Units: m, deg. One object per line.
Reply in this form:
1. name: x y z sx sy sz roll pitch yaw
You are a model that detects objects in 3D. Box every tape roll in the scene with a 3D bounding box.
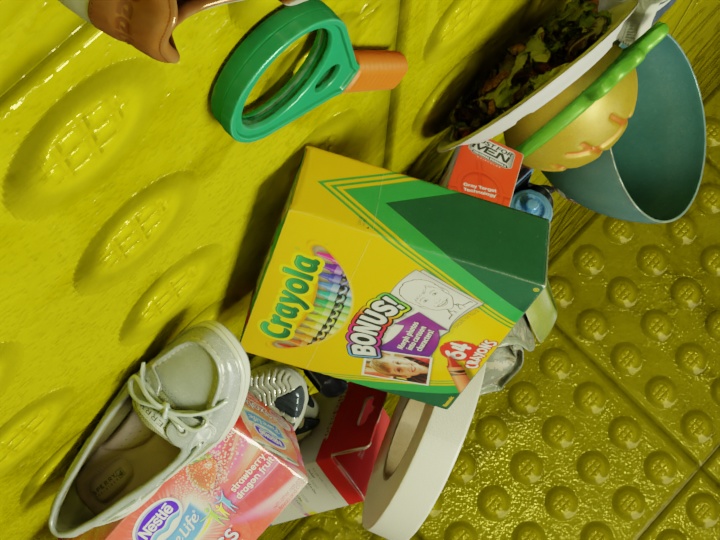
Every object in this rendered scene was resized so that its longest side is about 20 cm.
1. tape roll: 0.057 0.145 1.037 0.203 0.037 0.206 -156 -91 -86

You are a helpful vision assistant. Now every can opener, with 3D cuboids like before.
1. can opener: -0.045 0.056 1.028 0.063 0.079 0.200 -43 159 -5

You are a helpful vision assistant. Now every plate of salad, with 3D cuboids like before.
1. plate of salad: 0.136 -0.166 0.931 0.199 0.048 0.200 -36 -171 7

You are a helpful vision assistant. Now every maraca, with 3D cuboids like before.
1. maraca: 0.202 -0.159 1.036 0.137 0.107 0.200 -48 -174 -32

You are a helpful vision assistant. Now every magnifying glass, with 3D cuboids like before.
1. magnifying glass: -0.019 -0.109 0.625 0.080 0.022 0.199 -51 167 22

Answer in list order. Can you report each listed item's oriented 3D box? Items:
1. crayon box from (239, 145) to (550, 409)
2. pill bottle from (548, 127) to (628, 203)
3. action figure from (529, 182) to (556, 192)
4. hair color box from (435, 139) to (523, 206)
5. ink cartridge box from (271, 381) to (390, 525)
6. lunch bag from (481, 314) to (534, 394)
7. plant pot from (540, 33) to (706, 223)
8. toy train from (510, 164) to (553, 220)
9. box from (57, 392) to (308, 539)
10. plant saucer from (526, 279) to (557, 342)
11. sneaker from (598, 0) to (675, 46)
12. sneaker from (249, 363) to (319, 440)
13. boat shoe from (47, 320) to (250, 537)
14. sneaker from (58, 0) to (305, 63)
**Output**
1. crayon box: 0.016 0.014 0.802 0.201 0.170 0.059 117 -14 -56
2. pill bottle: 0.279 -0.148 1.402 0.116 0.116 0.200 -47 170 6
3. action figure: 0.177 -0.048 1.418 0.117 0.102 0.204 -9 109 -27
4. hair color box: 0.077 -0.012 0.982 0.102 0.060 0.202 118 -7 -54
5. ink cartridge box: -0.044 0.185 1.172 0.198 0.068 0.117 -20 -152 30
6. lunch bag: 0.114 0.036 1.243 0.116 0.167 0.201 -13 160 -13
7. plant pot: 0.261 -0.147 1.223 0.133 0.203 0.199 -4 -155 45
8. toy train: 0.102 -0.035 1.119 0.200 0.114 0.087 -41 163 -25
9. box: -0.147 0.190 0.920 0.200 0.102 0.095 -47 -158 7
10. plant saucer: 0.179 -0.021 1.265 0.031 0.203 0.200 -20 174 10
11. sneaker: 0.259 -0.275 0.999 0.085 0.075 0.200 -51 176 -9
12. sneaker: -0.080 0.126 1.096 0.129 0.079 0.200 -39 167 -44
13. boat shoe: -0.149 0.116 0.799 0.202 0.075 0.065 -44 176 27
14. sneaker: -0.015 -0.134 0.367 0.200 0.084 0.073 -44 168 -22
